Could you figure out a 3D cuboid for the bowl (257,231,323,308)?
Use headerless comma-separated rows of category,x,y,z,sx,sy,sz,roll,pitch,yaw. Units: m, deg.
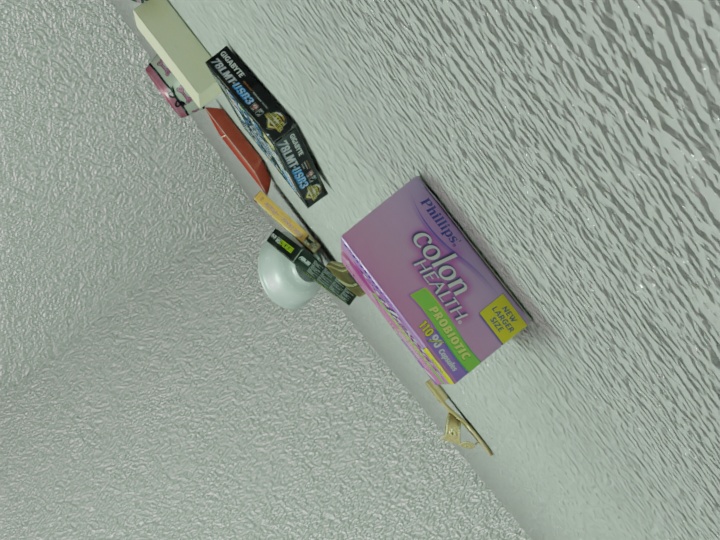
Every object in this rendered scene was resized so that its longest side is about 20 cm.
bowl,-0.160,-0.008,2.884,0.090,0.201,0.202,-14,119,46

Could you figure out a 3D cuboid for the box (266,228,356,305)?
box,-0.119,-0.009,2.735,0.200,0.048,0.193,39,176,-29

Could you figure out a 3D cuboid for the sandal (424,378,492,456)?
sandal,0.194,0.337,2.430,0.212,0.069,0.078,52,175,11

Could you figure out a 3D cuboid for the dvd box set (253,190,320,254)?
dvd box set,-0.180,-0.116,2.753,0.200,0.029,0.146,42,178,-3

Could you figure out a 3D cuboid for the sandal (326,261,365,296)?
sandal,0.000,0.000,1.990,0.080,0.054,0.200,48,162,-11

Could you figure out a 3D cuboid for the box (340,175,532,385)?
box,0.068,0.018,1.132,0.177,0.096,0.200,52,175,4

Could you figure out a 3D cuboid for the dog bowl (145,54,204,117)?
dog bowl,-0.522,-0.512,3.121,0.201,0.074,0.200,53,175,7

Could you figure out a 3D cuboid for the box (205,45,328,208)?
box,-0.141,-0.218,1.720,0.199,0.050,0.200,49,174,29

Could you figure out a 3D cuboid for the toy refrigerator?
toy refrigerator,-0.329,-0.407,2.060,0.201,0.070,0.076,51,168,6

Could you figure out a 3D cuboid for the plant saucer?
plant saucer,-0.280,-0.288,2.645,0.201,0.037,0.200,53,176,12

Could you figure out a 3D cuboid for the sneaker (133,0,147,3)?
sneaker,-0.397,-0.515,1.974,0.086,0.080,0.200,41,-173,-16
